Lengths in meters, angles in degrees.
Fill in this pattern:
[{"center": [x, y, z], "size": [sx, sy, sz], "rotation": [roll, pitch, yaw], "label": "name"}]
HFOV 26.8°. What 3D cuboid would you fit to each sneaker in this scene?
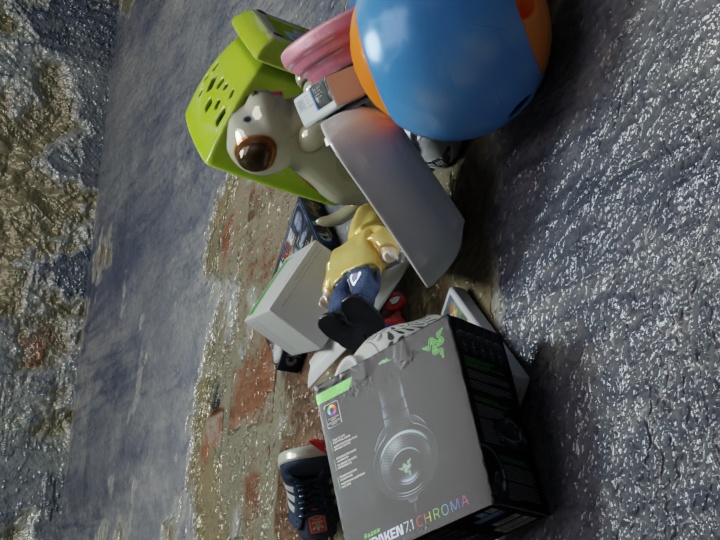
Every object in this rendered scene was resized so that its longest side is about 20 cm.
[{"center": [0.037, -0.155, 1.708], "size": [0.200, 0.114, 0.076], "rotation": [158, 119, -66], "label": "sneaker"}, {"center": [-0.054, 0.269, 1.783], "size": [0.200, 0.074, 0.085], "rotation": [81, -179, -64], "label": "sneaker"}]

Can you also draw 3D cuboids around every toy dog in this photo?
[{"center": [-0.069, -0.161, 1.870], "size": [0.140, 0.198, 0.195], "rotation": [-110, 36, -53], "label": "toy dog"}]

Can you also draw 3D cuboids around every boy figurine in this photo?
[{"center": [0.000, 0.000, 1.704], "size": [0.124, 0.064, 0.201], "rotation": [-39, 21, 31], "label": "boy figurine"}]

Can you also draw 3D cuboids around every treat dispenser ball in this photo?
[{"center": [0.089, -0.229, 1.485], "size": [0.201, 0.199, 0.203], "rotation": [-170, 90, -69], "label": "treat dispenser ball"}]

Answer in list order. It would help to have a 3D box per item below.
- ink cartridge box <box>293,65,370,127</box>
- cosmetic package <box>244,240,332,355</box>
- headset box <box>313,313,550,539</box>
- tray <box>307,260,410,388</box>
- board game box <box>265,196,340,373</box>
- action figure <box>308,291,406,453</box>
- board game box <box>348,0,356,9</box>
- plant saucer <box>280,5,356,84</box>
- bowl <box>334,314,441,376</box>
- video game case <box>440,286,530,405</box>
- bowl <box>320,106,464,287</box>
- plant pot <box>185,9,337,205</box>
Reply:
[{"center": [0.032, -0.215, 1.645], "size": [0.040, 0.199, 0.099], "rotation": [66, 155, 0], "label": "ink cartridge box"}, {"center": [-0.069, 0.038, 1.867], "size": [0.108, 0.085, 0.200], "rotation": [-56, 6, -13], "label": "cosmetic package"}, {"center": [0.062, 0.161, 1.413], "size": [0.173, 0.092, 0.202], "rotation": [-29, 58, 30], "label": "headset box"}, {"center": [-0.009, 0.061, 1.794], "size": [0.108, 0.022, 0.200], "rotation": [-54, 3, -36], "label": "tray"}, {"center": [-0.085, 0.019, 2.065], "size": [0.136, 0.034, 0.201], "rotation": [-116, 41, -57], "label": "board game box"}, {"center": [0.005, 0.111, 1.711], "size": [0.065, 0.052, 0.201], "rotation": [-17, 41, 60], "label": "action figure"}, {"center": [0.030, -0.332, 1.903], "size": [0.200, 0.039, 0.159], "rotation": [-125, 45, -64], "label": "board game box"}, {"center": [0.011, -0.254, 1.654], "size": [0.051, 0.199, 0.200], "rotation": [66, 156, 0], "label": "plant saucer"}, {"center": [0.025, 0.139, 1.587], "size": [0.200, 0.093, 0.203], "rotation": [-169, 90, -70], "label": "bowl"}, {"center": [0.103, 0.141, 1.541], "size": [0.200, 0.022, 0.184], "rotation": [-121, 44, -61], "label": "video game case"}, {"center": [0.041, -0.090, 1.590], "size": [0.074, 0.200, 0.200], "rotation": [-34, 9, 5], "label": "bowl"}, {"center": [-0.101, -0.224, 2.000], "size": [0.183, 0.198, 0.199], "rotation": [-65, 24, 17], "label": "plant pot"}]
